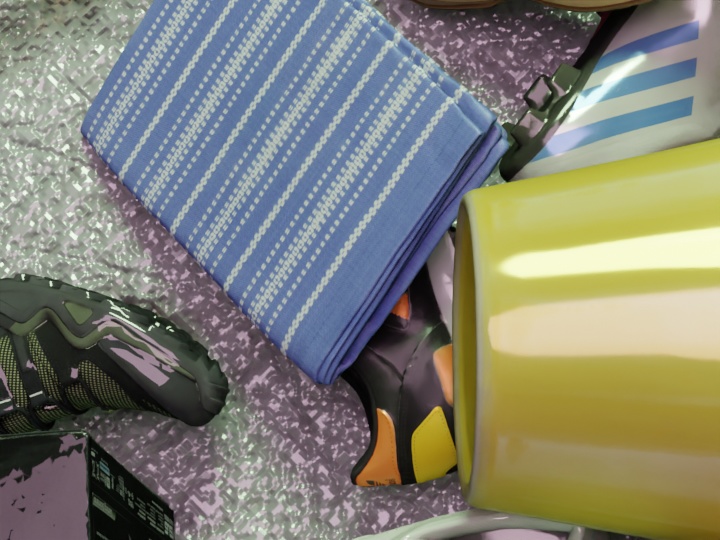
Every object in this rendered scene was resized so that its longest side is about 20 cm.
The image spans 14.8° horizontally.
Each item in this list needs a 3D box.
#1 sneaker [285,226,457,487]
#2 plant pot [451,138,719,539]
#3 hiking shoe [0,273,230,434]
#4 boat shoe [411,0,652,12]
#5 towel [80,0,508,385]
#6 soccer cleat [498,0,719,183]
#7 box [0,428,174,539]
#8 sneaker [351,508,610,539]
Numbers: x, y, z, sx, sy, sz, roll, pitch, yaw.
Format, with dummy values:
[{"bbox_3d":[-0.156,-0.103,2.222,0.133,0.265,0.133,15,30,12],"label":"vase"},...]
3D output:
[{"bbox_3d":[0.000,0.000,1.237,0.090,0.070,0.200,-21,77,-1],"label":"sneaker"},{"bbox_3d":[0.135,0.030,1.131,0.189,0.201,0.201,0,76,-2],"label":"plant pot"},{"bbox_3d":[-0.155,0.051,1.253,0.200,0.076,0.101,16,87,20],"label":"hiking shoe"},{"bbox_3d":[0.084,-0.159,1.221,0.200,0.068,0.072,0,56,38],"label":"boat shoe"},{"bbox_3d":[-0.033,-0.061,1.233,0.200,0.024,0.145,45,110,33],"label":"towel"},{"bbox_3d":[0.143,-0.097,1.253,0.086,0.070,0.200,39,81,-8],"label":"soccer cleat"},{"bbox_3d":[-0.132,0.164,1.148,0.086,0.200,0.164,-5,77,5],"label":"box"},{"bbox_3d":[0.010,0.141,1.193,0.200,0.088,0.075,-23,76,2],"label":"sneaker"}]
